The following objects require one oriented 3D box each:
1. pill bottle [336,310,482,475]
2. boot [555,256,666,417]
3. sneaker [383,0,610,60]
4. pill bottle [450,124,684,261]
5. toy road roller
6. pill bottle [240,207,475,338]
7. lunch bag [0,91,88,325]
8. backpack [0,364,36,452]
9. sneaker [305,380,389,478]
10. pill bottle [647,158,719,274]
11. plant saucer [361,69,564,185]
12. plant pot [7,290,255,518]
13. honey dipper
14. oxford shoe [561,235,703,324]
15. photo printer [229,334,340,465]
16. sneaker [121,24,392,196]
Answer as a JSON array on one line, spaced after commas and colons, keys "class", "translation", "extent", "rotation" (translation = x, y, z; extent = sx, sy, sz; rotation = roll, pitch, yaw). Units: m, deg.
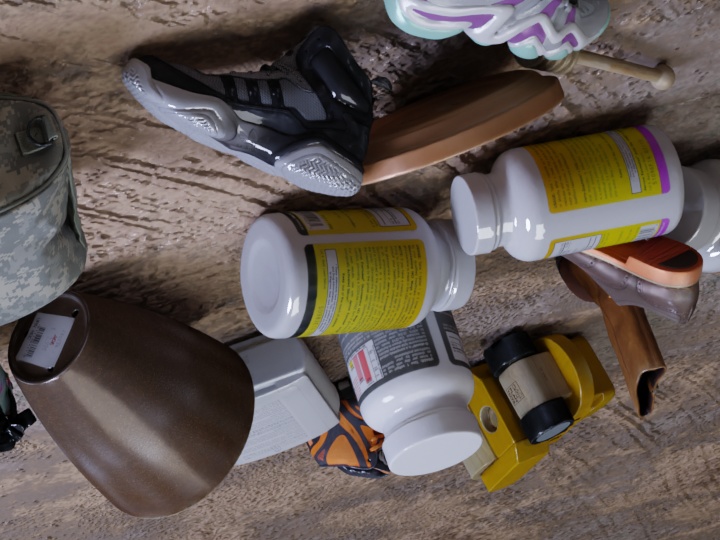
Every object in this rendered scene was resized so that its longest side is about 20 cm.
[{"class": "pill bottle", "translation": [0.044, 0.087, 1.814], "extent": [0.115, 0.201, 0.116], "rotation": [-14, 155, -7]}, {"class": "boot", "translation": [0.264, 0.051, 1.887], "extent": [0.068, 0.201, 0.189], "rotation": [-13, 155, -10]}, {"class": "sneaker", "translation": [0.128, -0.225, 1.379], "extent": [0.199, 0.078, 0.140], "rotation": [-2, 152, -31]}, {"class": "pill bottle", "translation": [0.187, -0.068, 1.708], "extent": [0.198, 0.105, 0.104], "rotation": [-11, 154, -15]}, {"class": "toy road roller", "translation": [0.200, 0.152, 2.153], "extent": [0.145, 0.123, 0.200], "rotation": [-14, 157, -36]}, {"class": "pill bottle", "translation": [0.000, 0.000, 1.710], "extent": [0.199, 0.113, 0.113], "rotation": [-3, 152, -28]}, {"class": "lunch bag", "translation": [-0.291, -0.041, 1.400], "extent": [0.166, 0.140, 0.200], "rotation": [-12, 155, -11]}, {"class": "backpack", "translation": [-0.389, 0.098, 1.638], "extent": [0.166, 0.127, 0.200], "rotation": [-25, 156, -12]}, {"class": "sneaker", "translation": [0.035, 0.166, 2.073], "extent": [0.199, 0.113, 0.078], "rotation": [-23, 155, 11]}, {"class": "pill bottle", "translation": [0.368, -0.050, 1.856], "extent": [0.199, 0.112, 0.111], "rotation": [8, 145, -43]}, {"class": "plant saucer", "translation": [0.066, -0.119, 1.505], "extent": [0.199, 0.033, 0.200], "rotation": [-22, -170, 4]}, {"class": "plant pot", "translation": [-0.228, 0.105, 1.727], "extent": [0.186, 0.188, 0.200], "rotation": [-27, 141, 18]}, {"class": "honey dipper", "translation": [0.203, -0.176, 1.585], "extent": [0.199, 0.038, 0.038], "rotation": [5, 147, -47]}, {"class": "oxford shoe", "translation": [0.232, -0.006, 1.777], "extent": [0.071, 0.199, 0.073], "rotation": [-28, 130, -36]}, {"class": "photo printer", "translation": [-0.111, 0.141, 1.975], "extent": [0.165, 0.070, 0.200], "rotation": [-21, 156, 5]}, {"class": "sneaker", "translation": [-0.074, -0.142, 1.421], "extent": [0.199, 0.115, 0.075], "rotation": [24, 172, -8]}]
